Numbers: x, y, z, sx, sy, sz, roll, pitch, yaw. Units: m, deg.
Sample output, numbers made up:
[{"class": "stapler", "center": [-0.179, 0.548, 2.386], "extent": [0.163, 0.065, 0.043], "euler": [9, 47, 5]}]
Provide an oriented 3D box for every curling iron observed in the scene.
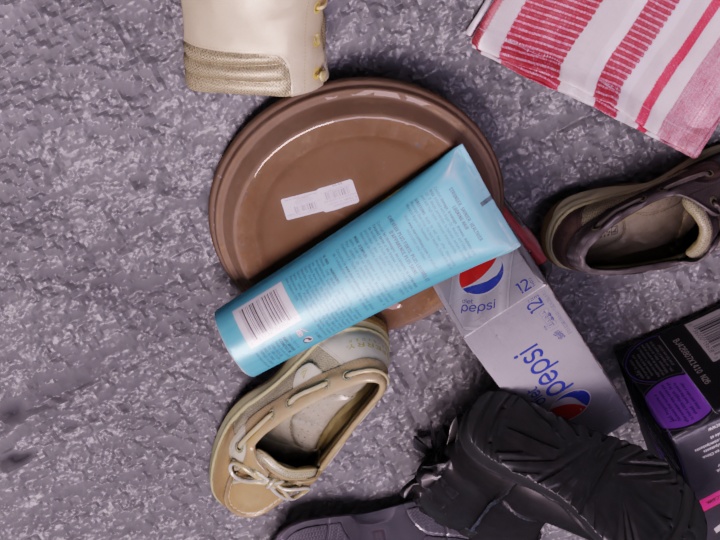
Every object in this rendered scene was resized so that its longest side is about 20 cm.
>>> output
[{"class": "curling iron", "center": [0.072, -0.052, 1.411], "extent": [0.049, 0.026, 0.200], "euler": [-34, 123, 2]}]

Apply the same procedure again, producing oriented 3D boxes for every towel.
[{"class": "towel", "center": [0.185, -0.170, 1.377], "extent": [0.199, 0.023, 0.144], "euler": [22, 111, -26]}]

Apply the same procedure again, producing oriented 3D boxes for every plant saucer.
[{"class": "plant saucer", "center": [-0.001, -0.035, 1.383], "extent": [0.199, 0.030, 0.201], "euler": [-3, 124, -4]}]

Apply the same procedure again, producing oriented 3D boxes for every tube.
[{"class": "tube", "center": [0.000, 0.000, 1.362], "extent": [0.199, 0.050, 0.078], "euler": [-30, 107, 11]}]

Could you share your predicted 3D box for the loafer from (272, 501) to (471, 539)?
[{"class": "loafer", "center": [0.023, 0.208, 1.540], "extent": [0.199, 0.063, 0.072], "euler": [2, 77, -19]}]

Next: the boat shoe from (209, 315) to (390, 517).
[{"class": "boat shoe", "center": [-0.043, 0.112, 1.435], "extent": [0.073, 0.063, 0.201], "euler": [23, 127, -27]}]

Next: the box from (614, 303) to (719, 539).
[{"class": "box", "center": [0.276, 0.142, 1.526], "extent": [0.106, 0.122, 0.201], "euler": [-23, 124, -2]}]

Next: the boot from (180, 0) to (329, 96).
[{"class": "boot", "center": [-0.022, -0.191, 1.275], "extent": [0.199, 0.073, 0.156], "euler": [-12, 122, -7]}]

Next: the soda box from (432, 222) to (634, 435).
[{"class": "soda box", "center": [0.119, 0.054, 1.432], "extent": [0.068, 0.064, 0.200], "euler": [-33, 141, 5]}]

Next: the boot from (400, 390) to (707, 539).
[{"class": "boot", "center": [0.129, 0.162, 1.455], "extent": [0.198, 0.074, 0.163], "euler": [29, 154, -1]}]

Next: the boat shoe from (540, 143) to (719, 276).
[{"class": "boat shoe", "center": [0.225, -0.035, 1.437], "extent": [0.199, 0.065, 0.074], "euler": [-19, 120, -11]}]
